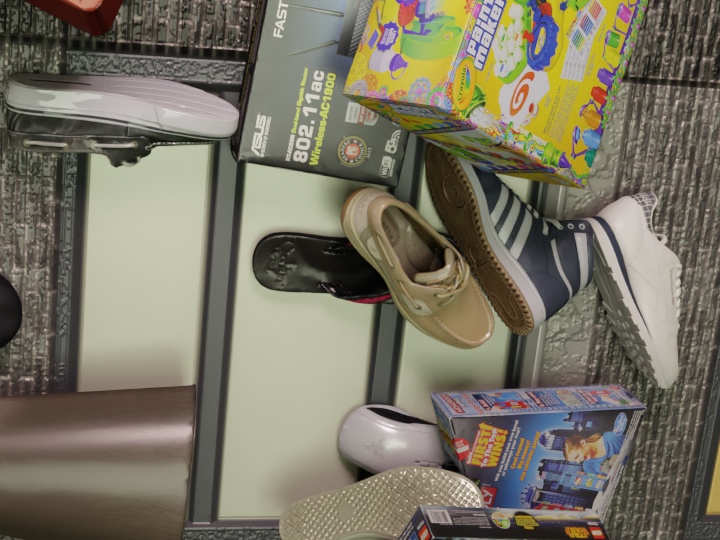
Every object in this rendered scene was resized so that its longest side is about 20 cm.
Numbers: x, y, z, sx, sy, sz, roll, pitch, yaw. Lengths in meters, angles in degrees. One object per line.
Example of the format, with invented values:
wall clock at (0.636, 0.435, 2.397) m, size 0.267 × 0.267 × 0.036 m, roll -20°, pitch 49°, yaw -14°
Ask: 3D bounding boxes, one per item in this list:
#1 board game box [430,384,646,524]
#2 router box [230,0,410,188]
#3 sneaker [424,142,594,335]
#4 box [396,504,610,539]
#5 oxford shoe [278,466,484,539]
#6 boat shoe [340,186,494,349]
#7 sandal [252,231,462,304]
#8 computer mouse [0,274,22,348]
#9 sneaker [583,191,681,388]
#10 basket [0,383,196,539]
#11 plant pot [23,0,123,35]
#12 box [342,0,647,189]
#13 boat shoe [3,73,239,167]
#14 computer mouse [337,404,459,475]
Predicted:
board game box at (0.148, 0.194, 1.377) m, size 0.199 × 0.062 × 0.201 m, roll 13°, pitch 103°, yaw -20°
router box at (-0.023, -0.183, 1.248) m, size 0.149 × 0.062 × 0.201 m, roll 8°, pitch 106°, yaw -14°
sneaker at (0.144, -0.051, 1.329) m, size 0.108 × 0.070 × 0.201 m, roll -29°, pitch 94°, yaw -25°
box at (0.114, 0.276, 1.307) m, size 0.199 × 0.040 × 0.137 m, roll 7°, pitch 129°, yaw -29°
oxford shoe at (0.022, 0.230, 1.337) m, size 0.199 × 0.076 × 0.058 m, roll -14°, pitch 151°, yaw 17°
boat shoe at (0.063, 0.004, 1.286) m, size 0.072 × 0.065 × 0.200 m, roll -49°, pitch 118°, yaw -14°
sandal at (0.000, 0.000, 1.323) m, size 0.199 × 0.045 × 0.075 m, roll 0°, pitch 108°, yaw -13°
computer mouse at (-0.394, 0.031, 1.239) m, size 0.199 × 0.053 × 0.139 m, roll 13°, pitch 104°, yaw -17°
sneaker at (0.280, 0.023, 1.385) m, size 0.080 × 0.076 × 0.201 m, roll -28°, pitch 114°, yaw -13°
basket at (-0.256, 0.178, 1.280) m, size 0.199 × 0.136 × 0.181 m, roll 7°, pitch 112°, yaw -11°
plant pot at (-0.241, -0.299, 1.099) m, size 0.199 × 0.176 × 0.200 m, roll 25°, pitch 101°, yaw -19°
box at (0.119, -0.199, 1.185) m, size 0.192 × 0.122 × 0.201 m, roll 24°, pitch 84°, yaw -42°
boat shoe at (-0.206, -0.125, 1.230) m, size 0.199 × 0.072 × 0.071 m, roll 7°, pitch 116°, yaw -5°
computer mouse at (0.073, 0.188, 1.403) m, size 0.199 × 0.044 × 0.110 m, roll 16°, pitch 105°, yaw -18°
